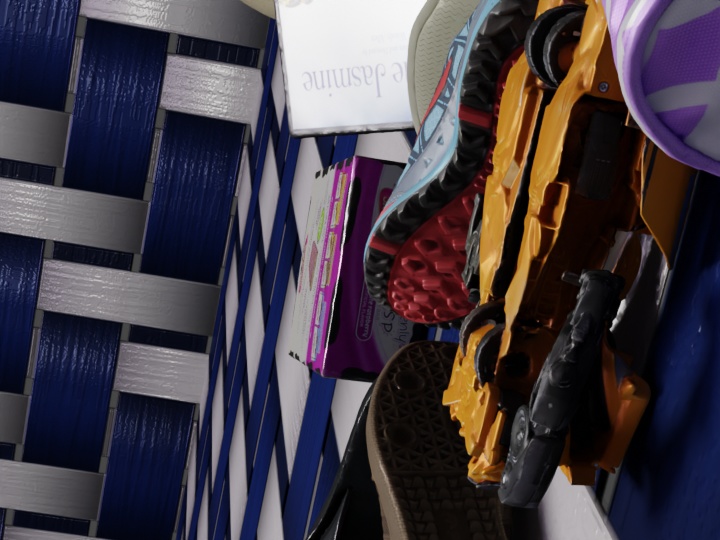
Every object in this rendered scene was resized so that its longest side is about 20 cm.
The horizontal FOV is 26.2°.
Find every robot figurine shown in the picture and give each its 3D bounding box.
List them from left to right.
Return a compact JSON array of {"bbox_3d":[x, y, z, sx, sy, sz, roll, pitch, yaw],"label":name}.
[{"bbox_3d":[0.076,-0.016,0.539,0.145,0.058,0.200,-113,33,-75],"label":"robot figurine"}]

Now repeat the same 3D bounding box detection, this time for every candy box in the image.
[{"bbox_3d":[0.000,0.000,1.014,0.200,0.061,0.136,-171,90,-81],"label":"candy box"}]

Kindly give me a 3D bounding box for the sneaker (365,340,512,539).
[{"bbox_3d":[0.031,0.115,0.651,0.200,0.070,0.076,-90,12,-51],"label":"sneaker"}]

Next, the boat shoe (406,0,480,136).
[{"bbox_3d":[0.070,-0.136,0.749,0.068,0.072,0.200,-35,-38,-44],"label":"boat shoe"}]

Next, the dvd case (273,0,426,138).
[{"bbox_3d":[0.000,-0.179,0.894,0.143,0.018,0.200,0,101,43],"label":"dvd case"}]

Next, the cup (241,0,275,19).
[{"bbox_3d":[-0.044,-0.281,1.277,0.143,0.200,0.200,62,151,30],"label":"cup"}]

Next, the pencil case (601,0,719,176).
[{"bbox_3d":[0.101,-0.112,0.421,0.085,0.084,0.200,-35,36,29],"label":"pencil case"}]

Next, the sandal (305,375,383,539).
[{"bbox_3d":[0.005,0.144,0.770,0.048,0.075,0.201,-92,14,-71],"label":"sandal"}]

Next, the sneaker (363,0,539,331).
[{"bbox_3d":[0.063,-0.058,0.670,0.096,0.079,0.200,-76,10,-49],"label":"sneaker"}]
